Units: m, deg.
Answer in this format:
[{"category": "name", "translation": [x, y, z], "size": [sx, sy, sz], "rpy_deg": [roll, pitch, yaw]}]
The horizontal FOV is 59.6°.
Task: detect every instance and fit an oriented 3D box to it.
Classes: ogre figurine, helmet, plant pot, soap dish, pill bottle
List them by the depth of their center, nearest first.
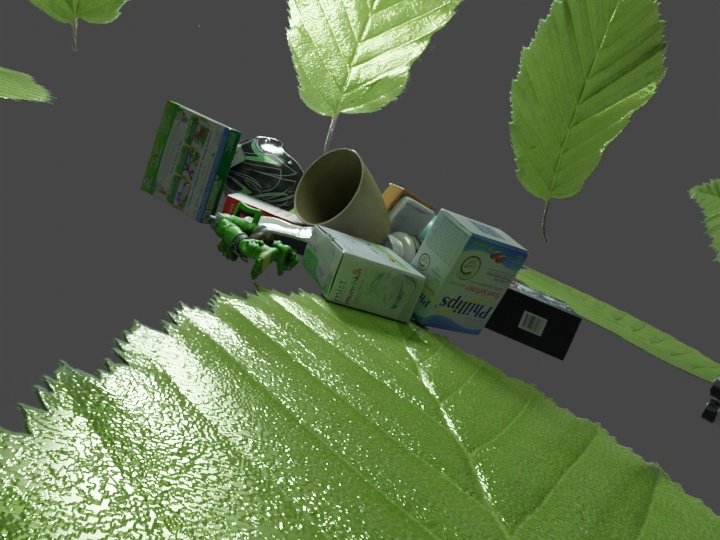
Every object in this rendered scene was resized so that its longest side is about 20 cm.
[{"category": "ogre figurine", "translation": [-0.184, -0.050, 1.084], "size": [0.119, 0.099, 0.199], "rpy_deg": [36, 26, 15]}, {"category": "plant pot", "translation": [-0.017, -0.138, 1.415], "size": [0.186, 0.189, 0.199], "rpy_deg": [31, -4, 44]}, {"category": "pill bottle", "translation": [0.112, -0.033, 1.541], "size": [0.198, 0.113, 0.110], "rpy_deg": [10, 15, -47]}, {"category": "helmet", "translation": [-0.240, -0.219, 1.543], "size": [0.197, 0.202, 0.192], "rpy_deg": [14, 30, -35]}, {"category": "soap dish", "translation": [0.078, -0.116, 1.587], "size": [0.156, 0.201, 0.082], "rpy_deg": [19, 28, -51]}]

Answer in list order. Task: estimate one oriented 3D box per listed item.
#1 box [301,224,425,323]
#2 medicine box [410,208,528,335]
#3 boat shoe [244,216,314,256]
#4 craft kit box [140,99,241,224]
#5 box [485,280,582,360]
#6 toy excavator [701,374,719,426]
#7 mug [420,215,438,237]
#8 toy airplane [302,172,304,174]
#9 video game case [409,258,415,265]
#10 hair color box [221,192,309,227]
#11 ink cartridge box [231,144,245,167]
[{"category": "box", "translation": [0.000, 0.000, 1.195], "size": [0.173, 0.098, 0.200], "rpy_deg": [16, 12, -24]}, {"category": "medicine box", "translation": [0.197, 0.008, 1.228], "size": [0.180, 0.203, 0.103], "rpy_deg": [12, 23, -39]}, {"category": "boat shoe", "translation": [-0.150, -0.064, 1.297], "size": [0.195, 0.063, 0.075], "rpy_deg": [12, 27, -5]}, {"category": "craft kit box", "translation": [-0.359, -0.228, 1.321], "size": [0.195, 0.204, 0.048], "rpy_deg": [27, 12, 24]}, {"category": "box", "translation": [0.379, 0.099, 1.446], "size": [0.196, 0.106, 0.182], "rpy_deg": [23, 9, 3]}, {"category": "toy excavator", "translation": [0.831, 0.291, 1.372], "size": [0.198, 0.198, 0.099], "rpy_deg": [-25, 39, -36]}, {"category": "mug", "translation": [0.186, -0.079, 1.878], "size": [0.113, 0.189, 0.151], "rpy_deg": [24, 35, 29]}, {"category": "toy airplane", "translation": [-0.103, -0.191, 1.700], "size": [0.196, 0.144, 0.199], "rpy_deg": [16, -6, 37]}, {"category": "video game case", "translation": [0.138, 0.004, 1.339], "size": [0.017, 0.143, 0.199], "rpy_deg": [47, 19, 19]}, {"category": "hair color box", "translation": [-0.203, -0.108, 1.414], "size": [0.196, 0.065, 0.111], "rpy_deg": [21, 11, 1]}, {"category": "ink cartridge box", "translation": [-0.394, -0.254, 1.472], "size": [0.198, 0.044, 0.195], "rpy_deg": [-32, 37, -21]}]
